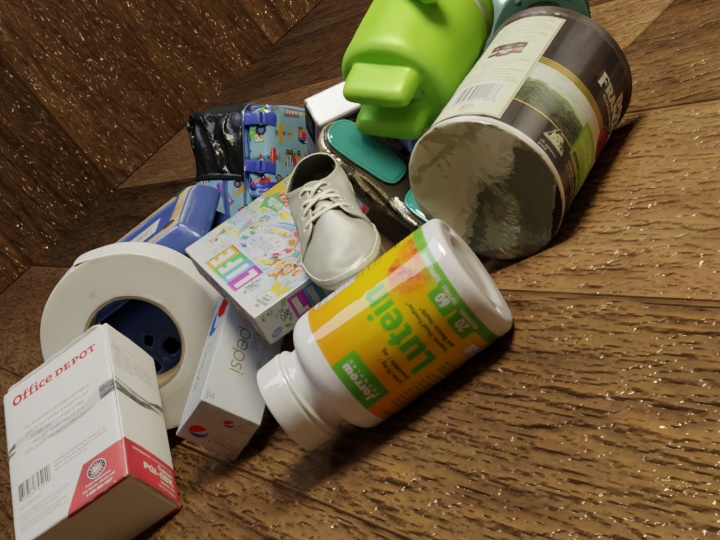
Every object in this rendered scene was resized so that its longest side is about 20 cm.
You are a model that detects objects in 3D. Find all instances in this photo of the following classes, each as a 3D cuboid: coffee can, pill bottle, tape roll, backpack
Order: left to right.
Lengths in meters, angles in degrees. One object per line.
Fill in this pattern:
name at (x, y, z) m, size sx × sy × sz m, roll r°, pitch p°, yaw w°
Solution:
tape roll at (-0.230, 0.069, 1.651) m, size 0.202 × 0.203 × 0.037 m, roll -35°, pitch 12°, yaw 17°
backpack at (-0.113, -0.088, 1.908) m, size 0.134 × 0.202 × 0.182 m, roll -5°, pitch -9°, yaw 36°
pill bottle at (0.016, 0.058, 1.313) m, size 0.200 × 0.111 × 0.111 m, roll -37°, pitch 15°, yaw 12°
coffee can at (0.148, -0.127, 1.456) m, size 0.146 × 0.147 × 0.200 m, roll -25°, pitch 21°, yaw 43°

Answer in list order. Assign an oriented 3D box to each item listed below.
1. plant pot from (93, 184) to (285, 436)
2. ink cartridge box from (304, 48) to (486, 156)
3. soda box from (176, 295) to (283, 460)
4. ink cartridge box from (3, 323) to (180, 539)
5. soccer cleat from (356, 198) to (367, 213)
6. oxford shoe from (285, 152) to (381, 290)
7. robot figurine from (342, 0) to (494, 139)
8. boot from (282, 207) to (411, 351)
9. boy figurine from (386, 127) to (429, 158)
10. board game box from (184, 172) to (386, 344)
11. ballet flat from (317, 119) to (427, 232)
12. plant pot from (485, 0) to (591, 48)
plant pot at (-0.190, 0.032, 1.755) m, size 0.200 × 0.180 × 0.200 m, roll -36°, pitch 16°, yaw 13°
ink cartridge box at (0.036, -0.174, 1.714) m, size 0.199 × 0.047 × 0.198 m, roll -27°, pitch -15°, yaw -8°
soda box at (-0.116, 0.079, 1.547) m, size 0.068 × 0.063 × 0.201 m, roll -53°, pitch 17°, yaw 44°
ink cartridge box at (-0.265, 0.175, 1.564) m, size 0.146 × 0.083 × 0.201 m, roll -35°, pitch 43°, yaw 17°
soccer cleat at (-0.014, -0.061, 1.775) m, size 0.199 × 0.067 × 0.077 m, roll -11°, pitch 33°, yaw 37°
oxford shoe at (-0.029, -0.046, 1.416) m, size 0.075 × 0.058 × 0.200 m, roll -26°, pitch 30°, yaw 5°
robot figurine at (0.056, -0.218, 1.531) m, size 0.115 × 0.176 × 0.201 m, roll 7°, pitch 52°, yaw 30°
boot at (0.000, 0.000, 1.625) m, size 0.155 × 0.077 × 0.200 m, roll -50°, pitch 0°, yaw 32°
boy figurine at (0.089, -0.106, 1.602) m, size 0.064 × 0.125 × 0.200 m, roll -28°, pitch 30°, yaw -12°
board game box at (-0.073, -0.015, 1.503) m, size 0.134 × 0.034 × 0.200 m, roll -36°, pitch 29°, yaw -10°
ballet flat at (0.042, -0.071, 1.531) m, size 0.068 × 0.199 × 0.075 m, roll -47°, pitch -18°, yaw -30°
plant pot at (0.161, -0.277, 1.775) m, size 0.200 × 0.201 × 0.161 m, roll -41°, pitch 32°, yaw -4°
